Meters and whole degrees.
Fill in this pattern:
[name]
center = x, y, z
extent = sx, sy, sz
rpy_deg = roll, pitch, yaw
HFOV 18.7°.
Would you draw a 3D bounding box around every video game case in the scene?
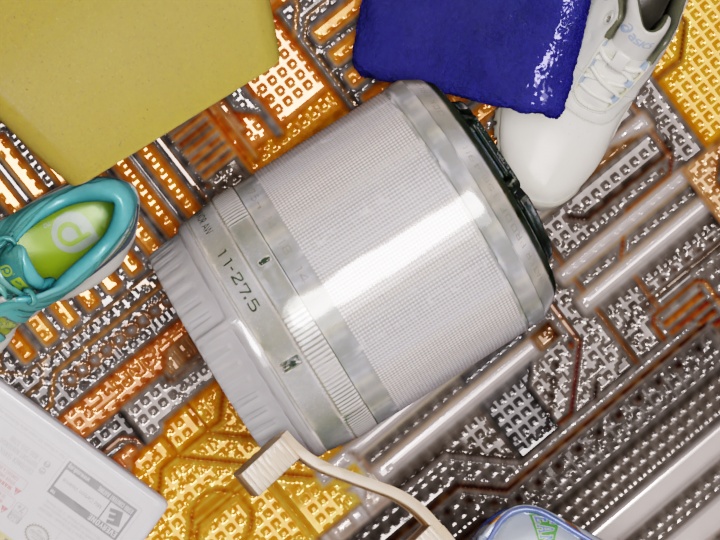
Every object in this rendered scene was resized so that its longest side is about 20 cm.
[video game case]
center = -0.246, 0.153, 1.299
extent = 0.199, 0.023, 0.183
rpy_deg = 37, 88, -11

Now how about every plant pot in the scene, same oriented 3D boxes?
[plant pot]
center = -0.153, -0.164, 1.210
extent = 0.199, 0.200, 0.177
rpy_deg = -31, 109, -5

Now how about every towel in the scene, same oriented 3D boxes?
[towel]
center = 0.081, -0.197, 1.287
extent = 0.147, 0.049, 0.202
rpy_deg = 16, 92, 28

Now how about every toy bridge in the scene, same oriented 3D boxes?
[toy bridge]
center = 0.021, 0.163, 1.188
extent = 0.067, 0.027, 0.200
rpy_deg = -42, 92, -13

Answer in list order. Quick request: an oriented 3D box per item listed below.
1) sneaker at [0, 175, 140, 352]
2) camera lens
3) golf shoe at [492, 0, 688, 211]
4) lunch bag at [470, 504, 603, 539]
[sneaker]
center = -0.212, 0.006, 1.252
extent = 0.199, 0.080, 0.078
rpy_deg = -38, 94, -13
[camera lens]
center = 0.000, 0.000, 1.252
extent = 0.199, 0.160, 0.161
rpy_deg = -32, 98, -1
[golf shoe]
center = 0.142, -0.129, 1.298
extent = 0.078, 0.097, 0.201
rpy_deg = 24, 92, -11
[lunch bag]
center = 0.099, 0.246, 1.241
extent = 0.159, 0.076, 0.201
rpy_deg = 31, 80, -2
